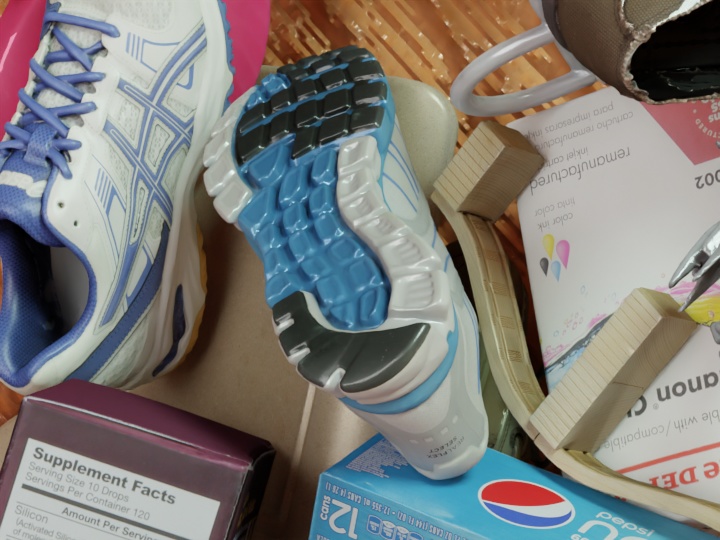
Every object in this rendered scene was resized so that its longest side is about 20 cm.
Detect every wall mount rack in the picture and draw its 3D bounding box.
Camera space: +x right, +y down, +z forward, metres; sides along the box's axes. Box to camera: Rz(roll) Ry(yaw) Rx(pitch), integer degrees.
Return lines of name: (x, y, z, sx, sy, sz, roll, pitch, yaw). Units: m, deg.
wall mount rack: (0.106, -0.129, 0.958, 0.199, 0.174, 0.075, -23, 72, 8)

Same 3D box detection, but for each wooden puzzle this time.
wooden puzzle: (-0.041, 0.012, 1.126, 0.200, 0.037, 0.186, 11, 89, 52)

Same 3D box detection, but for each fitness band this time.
fitness band: (-0.106, -0.091, 1.182, 0.200, 0.037, 0.144, -34, 57, 42)

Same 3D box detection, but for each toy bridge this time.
toy bridge: (0.086, 0.037, 0.972, 0.067, 0.027, 0.200, -52, 57, 18)

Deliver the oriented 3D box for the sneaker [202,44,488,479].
sneaker: (0.000, 0.000, 1.005, 0.075, 0.087, 0.200, -26, 39, 9)

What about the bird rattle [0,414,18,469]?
bird rattle: (-0.128, 0.123, 1.154, 0.163, 0.112, 0.201, -39, 51, 37)

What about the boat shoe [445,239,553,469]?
boat shoe: (0.032, 0.089, 1.075, 0.073, 0.062, 0.201, 13, 88, 62)

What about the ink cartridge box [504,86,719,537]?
ink cartridge box: (0.129, 0.031, 1.001, 0.116, 0.067, 0.201, -19, 72, 33)

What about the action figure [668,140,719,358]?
action figure: (0.186, 0.019, 0.915, 0.130, 0.069, 0.200, -37, 79, -9)

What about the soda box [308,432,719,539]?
soda box: (0.080, 0.120, 0.955, 0.199, 0.064, 0.068, 21, 115, 22)

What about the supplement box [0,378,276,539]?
supplement box: (-0.102, 0.147, 1.019, 0.085, 0.110, 0.201, 17, 91, 3)

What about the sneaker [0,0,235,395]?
sneaker: (-0.102, -0.046, 1.078, 0.075, 0.088, 0.201, 9, 105, 36)

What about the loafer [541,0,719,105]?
loafer: (0.161, -0.082, 0.918, 0.199, 0.073, 0.071, -9, 40, -2)
